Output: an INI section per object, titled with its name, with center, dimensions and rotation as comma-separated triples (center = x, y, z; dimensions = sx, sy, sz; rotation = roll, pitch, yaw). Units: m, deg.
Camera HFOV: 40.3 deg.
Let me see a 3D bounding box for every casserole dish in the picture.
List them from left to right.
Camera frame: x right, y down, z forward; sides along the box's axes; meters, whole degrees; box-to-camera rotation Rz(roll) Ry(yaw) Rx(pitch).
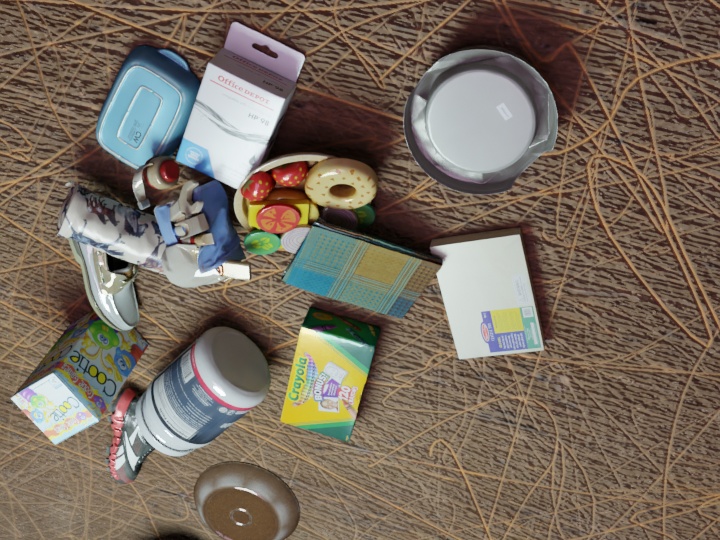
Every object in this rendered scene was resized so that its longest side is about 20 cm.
[casserole dish]
center = -0.306, -0.222, 1.389
dimensions = 0.121, 0.039, 0.200
rotation = 32, 123, -6

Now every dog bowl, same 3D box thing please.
[dog bowl]
center = 0.158, -0.200, 1.279
dimensions = 0.199, 0.059, 0.201
rotation = 6, 122, 9

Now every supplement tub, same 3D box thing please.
[supplement tub]
center = -0.252, 0.195, 1.564
dimensions = 0.140, 0.141, 0.200
rotation = 42, 121, -13

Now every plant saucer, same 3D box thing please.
[plant saucer]
center = -0.209, 0.432, 1.759
dimensions = 0.199, 0.037, 0.201
rotation = 6, 122, 9

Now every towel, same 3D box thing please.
[towel]
center = 0.000, 0.000, 1.416
dimensions = 0.199, 0.022, 0.147
rotation = 17, 138, -16

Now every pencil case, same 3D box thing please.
[pencil case]
center = -0.347, -0.062, 1.444
dimensions = 0.199, 0.090, 0.078
rotation = 21, 150, -17

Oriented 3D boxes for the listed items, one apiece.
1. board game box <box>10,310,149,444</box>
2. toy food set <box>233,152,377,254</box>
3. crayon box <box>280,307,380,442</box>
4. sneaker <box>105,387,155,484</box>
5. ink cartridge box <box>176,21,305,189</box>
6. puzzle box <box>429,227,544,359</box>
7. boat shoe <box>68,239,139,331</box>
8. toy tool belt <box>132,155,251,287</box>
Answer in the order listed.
[board game box]
center = -0.438, 0.158, 1.550
dimensions = 0.105, 0.200, 0.103
rotation = -28, 111, 26
[toy food set]
center = -0.076, -0.088, 1.366
dimensions = 0.199, 0.049, 0.198
rotation = -3, 144, -8
[crayon box]
center = -0.049, 0.166, 1.547
dimensions = 0.118, 0.058, 0.201
rotation = 16, 123, 3
[sneaker]
center = -0.385, 0.298, 1.698
dimensions = 0.097, 0.071, 0.201
rotation = 16, 121, 6
[ink cartridge box]
center = -0.164, -0.220, 1.338
dimensions = 0.115, 0.067, 0.200
rotation = 25, 123, -2
[puzzle box]
center = 0.187, 0.037, 1.434
dimensions = 0.132, 0.025, 0.201
rotation = -7, 118, 17
[boat shoe]
center = -0.385, 0.006, 1.521
dimensions = 0.068, 0.075, 0.201
rotation = -8, 117, 24
[toy tool belt]
center = -0.223, -0.074, 1.380
dimensions = 0.123, 0.125, 0.201
rotation = -7, 108, 40
